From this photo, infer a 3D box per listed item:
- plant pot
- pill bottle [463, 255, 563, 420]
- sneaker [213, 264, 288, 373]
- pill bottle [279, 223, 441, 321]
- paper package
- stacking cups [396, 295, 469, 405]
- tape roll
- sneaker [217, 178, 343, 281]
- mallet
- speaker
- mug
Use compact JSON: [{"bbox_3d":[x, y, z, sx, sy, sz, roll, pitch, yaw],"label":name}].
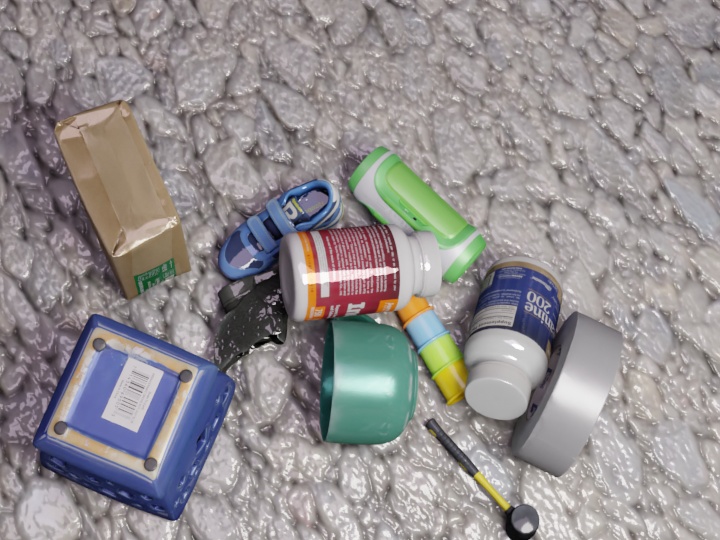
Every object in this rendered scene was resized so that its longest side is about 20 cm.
[{"bbox_3d":[-0.280,0.176,1.402,0.197,0.180,0.203,22,73,2],"label":"plant pot"},{"bbox_3d":[0.196,0.088,1.477,0.109,0.112,0.202,20,50,1],"label":"pill bottle"},{"bbox_3d":[-0.114,0.052,1.520,0.197,0.060,0.106,-22,76,-6],"label":"sneaker"},{"bbox_3d":[0.000,0.000,1.464,0.196,0.113,0.115,-6,74,-14],"label":"pill bottle"},{"bbox_3d":[-0.303,-0.085,1.466,0.102,0.200,0.193,-24,76,-12],"label":"paper package"},{"bbox_3d":[0.085,0.083,1.530,0.060,0.061,0.201,-31,77,-13],"label":"stacking cups"},{"bbox_3d":[0.261,0.157,1.450,0.065,0.201,0.203,25,73,3],"label":"tape roll"},{"bbox_3d":[-0.110,-0.062,1.540,0.199,0.082,0.074,-36,81,-12],"label":"sneaker"},{"bbox_3d":[0.157,0.268,1.477,0.041,0.066,0.200,-39,80,-16],"label":"mallet"},{"bbox_3d":[0.077,-0.077,1.561,0.200,0.089,0.088,43,74,8],"label":"speaker"},{"bbox_3d":[0.012,0.129,1.459,0.112,0.152,0.189,4,73,-7],"label":"mug"}]
